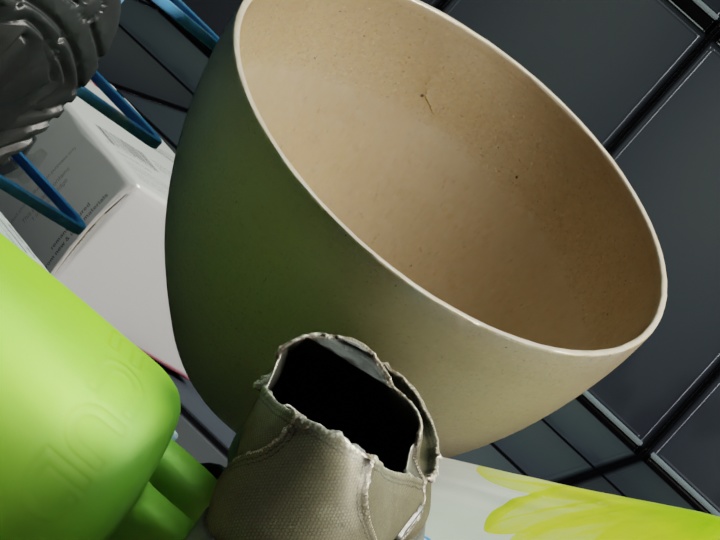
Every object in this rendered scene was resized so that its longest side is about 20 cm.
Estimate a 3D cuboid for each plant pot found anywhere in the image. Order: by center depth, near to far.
[{"bbox_3d":[0.000,0.000,1.078,0.200,0.135,0.201,28,32,-20],"label":"plant pot"}]

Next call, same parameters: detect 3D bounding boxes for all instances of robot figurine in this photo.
[{"bbox_3d":[-0.139,0.043,0.877,0.200,0.116,0.176,40,18,-12],"label":"robot figurine"}]

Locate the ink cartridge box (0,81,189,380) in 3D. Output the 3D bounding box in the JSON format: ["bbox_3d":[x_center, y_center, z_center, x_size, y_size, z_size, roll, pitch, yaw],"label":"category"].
[{"bbox_3d":[-0.154,-0.046,1.537,0.146,0.085,0.200,35,11,-49],"label":"ink cartridge box"}]

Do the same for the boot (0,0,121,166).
[{"bbox_3d":[-0.204,-0.085,0.995,0.168,0.200,0.076,49,3,30],"label":"boot"}]

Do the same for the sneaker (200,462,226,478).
[{"bbox_3d":[-0.051,0.113,1.143,0.080,0.071,0.200,37,0,7],"label":"sneaker"}]

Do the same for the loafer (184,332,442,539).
[{"bbox_3d":[-0.003,0.057,0.881,0.075,0.070,0.200,27,14,-1],"label":"loafer"}]

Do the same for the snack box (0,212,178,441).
[{"bbox_3d":[-0.173,0.010,1.248,0.200,0.037,0.116,47,8,39],"label":"snack box"}]

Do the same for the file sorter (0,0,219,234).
[{"bbox_3d":[-0.168,-0.068,1.086,0.139,0.200,0.123,45,5,28],"label":"file sorter"}]

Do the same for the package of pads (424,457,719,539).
[{"bbox_3d":[0.065,0.127,0.943,0.199,0.069,0.154,11,19,23],"label":"package of pads"}]
